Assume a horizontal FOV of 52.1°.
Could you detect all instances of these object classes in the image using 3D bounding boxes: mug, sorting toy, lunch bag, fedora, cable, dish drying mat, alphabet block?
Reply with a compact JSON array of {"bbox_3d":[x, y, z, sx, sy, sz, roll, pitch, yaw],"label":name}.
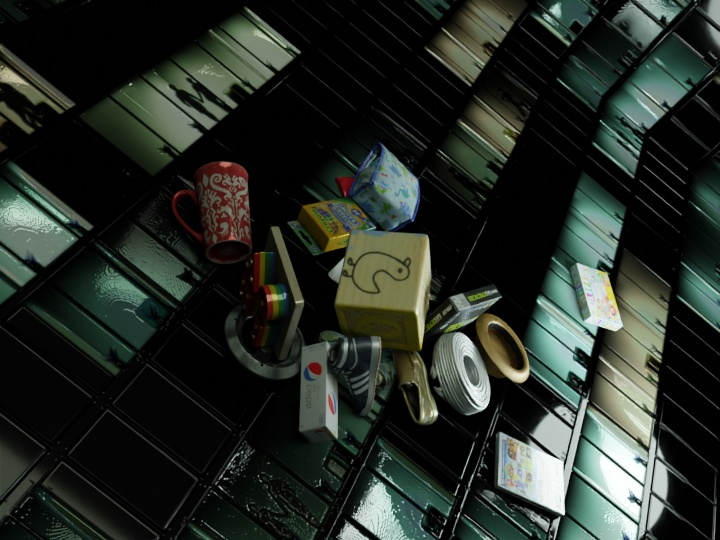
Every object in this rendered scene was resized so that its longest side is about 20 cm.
[{"bbox_3d":[-0.330,-0.120,1.696,0.133,0.175,0.203,41,32,-58],"label":"mug"},{"bbox_3d":[-0.194,0.051,1.529,0.068,0.200,0.202,-5,52,-24],"label":"sorting toy"},{"bbox_3d":[0.076,-0.233,2.011,0.170,0.126,0.202,41,47,-24],"label":"lunch bag"},{"bbox_3d":[0.349,0.212,1.903,0.199,0.082,0.203,30,39,-27],"label":"fedora"},{"bbox_3d":[0.244,0.245,1.777,0.200,0.068,0.202,47,33,-33],"label":"cable"},{"bbox_3d":[0.024,-0.232,2.076,0.197,0.018,0.078,-4,61,-37],"label":"dish drying mat"},{"bbox_3d":[0.057,0.047,1.693,0.191,0.198,0.203,3,58,12],"label":"alphabet block"}]

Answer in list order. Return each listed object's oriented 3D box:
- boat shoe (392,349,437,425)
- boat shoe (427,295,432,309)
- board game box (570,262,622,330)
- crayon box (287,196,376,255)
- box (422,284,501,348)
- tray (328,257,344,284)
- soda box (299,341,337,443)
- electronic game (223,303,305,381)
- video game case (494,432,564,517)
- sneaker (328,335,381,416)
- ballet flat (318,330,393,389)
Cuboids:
[{"bbox_3d":[0.116,0.257,1.702,0.076,0.071,0.203,10,49,-52],"label":"boat shoe"},{"bbox_3d":[0.144,0.090,1.879,0.073,0.063,0.202,32,45,-9],"label":"boat shoe"},{"bbox_3d":[0.742,0.082,2.319,0.132,0.034,0.203,15,50,-24],"label":"board game box"},{"bbox_3d":[-0.072,-0.117,1.882,0.198,0.052,0.126,-17,56,-41],"label":"crayon box"},{"bbox_3d":[0.226,0.117,1.809,0.198,0.194,0.048,-12,61,-47],"label":"box"},{"bbox_3d":[0.000,0.000,1.878,0.107,0.022,0.200,43,44,0],"label":"tray"},{"bbox_3d":[-0.088,0.259,1.571,0.068,0.062,0.203,58,25,-49],"label":"soda box"},{"bbox_3d":[-0.206,0.153,1.603,0.197,0.042,0.202,24,39,-21],"label":"electronic game"},{"bbox_3d":[0.410,0.494,1.785,0.197,0.018,0.145,27,46,-15],"label":"video game case"},{"bbox_3d":[-0.021,0.227,1.593,0.106,0.204,0.070,2,29,-11],"label":"sneaker"},{"bbox_3d":[-0.012,0.207,1.671,0.197,0.075,0.075,29,45,-7],"label":"ballet flat"}]
